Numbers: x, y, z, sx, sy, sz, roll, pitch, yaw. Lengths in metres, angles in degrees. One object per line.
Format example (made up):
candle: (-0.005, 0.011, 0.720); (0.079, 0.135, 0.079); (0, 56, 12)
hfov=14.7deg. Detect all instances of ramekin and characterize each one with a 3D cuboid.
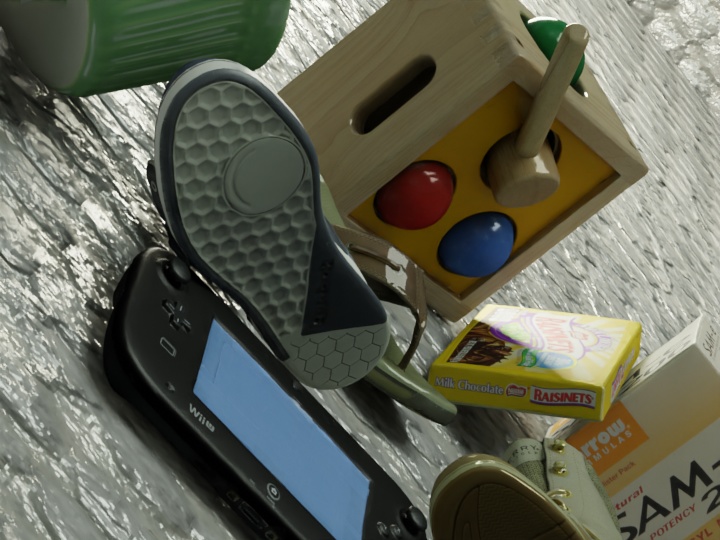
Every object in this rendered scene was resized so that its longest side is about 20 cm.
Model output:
ramekin: (-0.119, -0.178, 1.316); (0.200, 0.097, 0.201); (48, -33, 45)

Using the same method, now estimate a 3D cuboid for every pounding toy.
pounding toy: (0.073, -0.082, 1.641); (0.184, 0.200, 0.143); (35, 22, -47)

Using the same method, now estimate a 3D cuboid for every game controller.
game controller: (-0.040, 0.079, 1.237); (0.200, 0.042, 0.104); (47, 16, -19)

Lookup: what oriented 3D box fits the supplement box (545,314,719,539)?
supplement box: (0.218, 0.146, 1.694); (0.200, 0.126, 0.074); (50, 16, -4)

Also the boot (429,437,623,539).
boot: (0.089, 0.134, 1.441); (0.200, 0.072, 0.155); (49, 15, -32)

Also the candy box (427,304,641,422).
candy box: (0.106, 0.053, 1.648); (0.102, 0.027, 0.200); (9, 11, 10)

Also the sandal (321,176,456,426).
sandal: (-0.001, -0.001, 1.507); (0.080, 0.057, 0.202); (31, 26, -54)

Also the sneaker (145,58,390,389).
sneaker: (-0.066, -0.050, 1.306); (0.146, 0.077, 0.203); (55, -7, 43)
